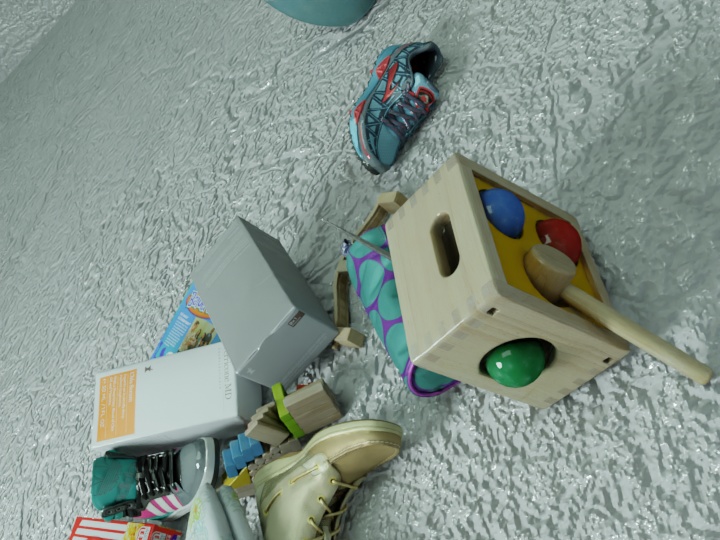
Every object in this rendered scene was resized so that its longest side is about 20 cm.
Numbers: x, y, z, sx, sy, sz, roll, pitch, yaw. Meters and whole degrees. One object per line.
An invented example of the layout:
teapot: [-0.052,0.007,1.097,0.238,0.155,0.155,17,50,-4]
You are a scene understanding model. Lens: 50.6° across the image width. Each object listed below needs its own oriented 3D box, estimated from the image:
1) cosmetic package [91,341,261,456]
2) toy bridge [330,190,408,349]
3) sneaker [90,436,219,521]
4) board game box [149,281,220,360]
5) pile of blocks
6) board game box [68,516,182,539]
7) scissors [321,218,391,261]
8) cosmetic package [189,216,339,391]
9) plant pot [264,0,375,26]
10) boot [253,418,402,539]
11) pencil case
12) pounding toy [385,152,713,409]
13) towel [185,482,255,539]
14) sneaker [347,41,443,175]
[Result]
cosmetic package: [-0.227,0.162,0.943,0.199,0.071,0.102,-15,60,13]
toy bridge: [0.000,0.000,0.910,0.067,0.027,0.201,-1,64,49]
sneaker: [-0.251,0.243,0.895,0.200,0.120,0.084,-45,43,42]
board game box: [-0.230,0.117,1.062,0.152,0.045,0.201,20,80,51]
pile of blocks: [-0.109,0.178,0.857,0.200,0.082,0.062,-45,40,16]
board game box: [-0.318,0.396,0.959,0.200,0.046,0.152,-14,55,42]
scissors: [0.054,0.002,0.721,0.014,0.199,0.073,-56,23,24]
cosmetic package: [-0.120,0.037,0.914,0.107,0.090,0.200,-46,47,11]
plant pot: [-0.046,-0.466,1.201,0.200,0.135,0.201,-27,46,32]
boot: [-0.032,0.242,0.736,0.200,0.073,0.156,-33,43,30]
pencil case: [0.049,0.033,0.784,0.200,0.085,0.093,-119,29,-47]
pounding toy: [0.146,0.020,0.633,0.142,0.184,0.201,-45,38,34]
towel: [-0.133,0.335,0.743,0.200,0.048,0.172,49,133,51]
sneaker: [0.050,-0.216,0.968,0.095,0.079,0.201,-5,61,43]
